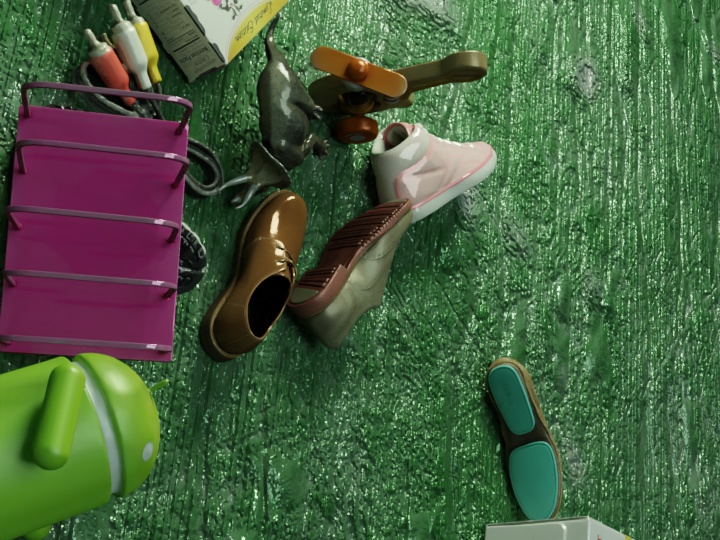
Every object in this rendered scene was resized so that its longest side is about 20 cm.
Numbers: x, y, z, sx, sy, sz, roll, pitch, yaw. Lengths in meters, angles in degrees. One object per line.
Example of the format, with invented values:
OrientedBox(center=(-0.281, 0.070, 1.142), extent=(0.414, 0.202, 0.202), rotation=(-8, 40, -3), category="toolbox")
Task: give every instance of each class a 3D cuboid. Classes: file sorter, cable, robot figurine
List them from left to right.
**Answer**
OrientedBox(center=(-0.239, 0.130, 0.855), extent=(0.199, 0.176, 0.116), rotation=(-16, 64, -28), category="robot figurine")
OrientedBox(center=(-0.204, -0.035, 0.897), extent=(0.138, 0.125, 0.201), rotation=(5, 83, -14), category="file sorter")
OrientedBox(center=(-0.190, -0.144, 1.060), extent=(0.200, 0.050, 0.097), rotation=(57, 42, -19), category="cable")

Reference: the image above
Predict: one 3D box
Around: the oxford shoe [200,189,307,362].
OrientedBox(center=(-0.084, -0.001, 1.121), extent=(0.071, 0.071, 0.201), rotation=(41, 50, -30), category="oxford shoe")

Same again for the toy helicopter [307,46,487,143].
OrientedBox(center=(0.035, -0.202, 1.212), extent=(0.132, 0.199, 0.079), rotation=(23, 61, -61), category="toy helicopter")

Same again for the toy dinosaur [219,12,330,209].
OrientedBox(center=(-0.074, -0.155, 1.143), extent=(0.102, 0.077, 0.201), rotation=(-4, 103, -77), category="toy dinosaur")

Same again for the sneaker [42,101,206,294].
OrientedBox(center=(-0.216, -0.058, 1.002), extent=(0.074, 0.079, 0.200), rotation=(-41, 97, -8), category="sneaker")

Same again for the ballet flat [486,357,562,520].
OrientedBox(center=(0.202, 0.199, 1.388), extent=(0.072, 0.068, 0.201), rotation=(-15, 86, -68), category="ballet flat")

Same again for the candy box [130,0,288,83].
OrientedBox(center=(-0.172, -0.304, 1.121), extent=(0.200, 0.061, 0.137), rotation=(54, 45, -22), category="candy box")

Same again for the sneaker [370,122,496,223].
OrientedBox(center=(0.084, -0.136, 1.338), extent=(0.200, 0.075, 0.105), rotation=(-35, 109, -43), category="sneaker")

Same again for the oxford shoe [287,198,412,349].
OrientedBox(center=(0.000, 0.000, 1.219), extent=(0.200, 0.070, 0.075), rotation=(-48, 118, -32), category="oxford shoe")

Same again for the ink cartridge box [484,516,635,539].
OrientedBox(center=(0.250, 0.380, 1.312), extent=(0.200, 0.146, 0.147), rotation=(31, 58, -38), category="ink cartridge box")
